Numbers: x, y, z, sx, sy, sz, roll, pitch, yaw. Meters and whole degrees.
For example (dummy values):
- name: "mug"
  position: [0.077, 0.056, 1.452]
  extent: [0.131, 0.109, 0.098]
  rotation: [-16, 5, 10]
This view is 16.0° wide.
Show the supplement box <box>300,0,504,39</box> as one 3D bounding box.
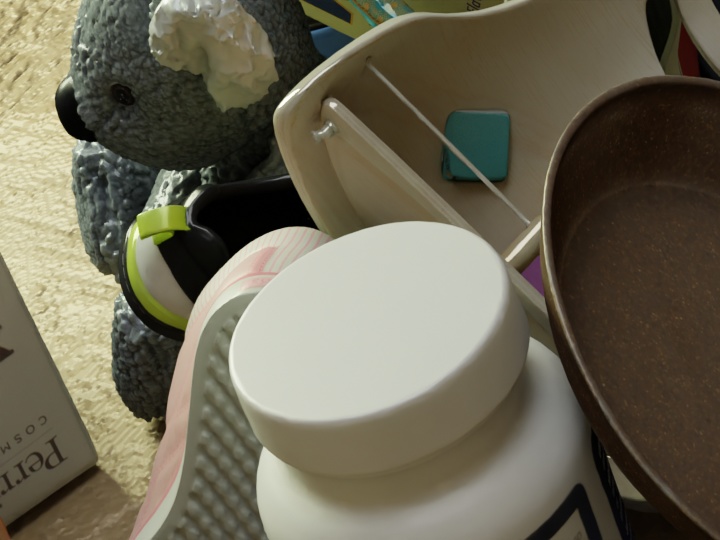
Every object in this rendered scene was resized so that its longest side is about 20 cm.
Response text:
- name: "supplement box"
  position: [0.047, -0.216, 1.241]
  extent: [0.199, 0.135, 0.200]
  rotation: [28, 52, 15]

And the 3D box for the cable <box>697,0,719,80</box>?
- name: "cable"
  position: [0.190, -0.141, 1.132]
  extent: [0.201, 0.051, 0.163]
  rotation: [-68, 19, -1]

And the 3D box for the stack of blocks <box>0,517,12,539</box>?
- name: "stack of blocks"
  position: [-0.229, 0.147, 0.999]
  extent: [0.200, 0.116, 0.059]
  rotation: [-33, 37, -17]

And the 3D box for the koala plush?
- name: "koala plush"
  position: [-0.059, -0.075, 1.124]
  extent: [0.183, 0.201, 0.178]
  rotation: [-22, 35, 0]

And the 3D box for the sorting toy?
- name: "sorting toy"
  position: [0.098, -0.031, 0.957]
  extent: [0.180, 0.107, 0.200]
  rotation: [-42, 79, -15]

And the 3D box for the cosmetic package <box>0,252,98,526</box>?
- name: "cosmetic package"
  position: [-0.245, 0.024, 1.094]
  extent: [0.165, 0.201, 0.165]
  rotation: [-35, 37, -18]

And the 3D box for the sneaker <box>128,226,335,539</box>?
- name: "sneaker"
  position: [-0.042, 0.075, 0.960]
  extent: [0.075, 0.201, 0.105]
  rotation: [16, 24, -1]

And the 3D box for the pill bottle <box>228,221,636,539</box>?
- name: "pill bottle"
  position: [0.032, 0.090, 0.860]
  extent: [0.115, 0.201, 0.116]
  rotation: [-14, 36, 10]

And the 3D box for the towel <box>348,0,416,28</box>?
- name: "towel"
  position: [0.018, -0.100, 1.100]
  extent: [0.022, 0.147, 0.200]
  rotation: [-46, 75, 4]

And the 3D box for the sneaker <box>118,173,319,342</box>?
- name: "sneaker"
  position: [0.000, 0.000, 1.032]
  extent: [0.199, 0.083, 0.072]
  rotation: [1, 67, -28]

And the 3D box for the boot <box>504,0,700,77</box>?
- name: "boot"
  position: [0.107, -0.137, 1.092]
  extent: [0.072, 0.200, 0.145]
  rotation: [-5, 53, 15]

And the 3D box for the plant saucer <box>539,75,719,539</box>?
- name: "plant saucer"
  position: [0.133, 0.028, 0.850]
  extent: [0.037, 0.200, 0.201]
  rotation: [-45, 16, 42]

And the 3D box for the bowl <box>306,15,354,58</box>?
- name: "bowl"
  position: [-0.014, -0.162, 1.352]
  extent: [0.200, 0.039, 0.201]
  rotation: [-14, 36, 11]
